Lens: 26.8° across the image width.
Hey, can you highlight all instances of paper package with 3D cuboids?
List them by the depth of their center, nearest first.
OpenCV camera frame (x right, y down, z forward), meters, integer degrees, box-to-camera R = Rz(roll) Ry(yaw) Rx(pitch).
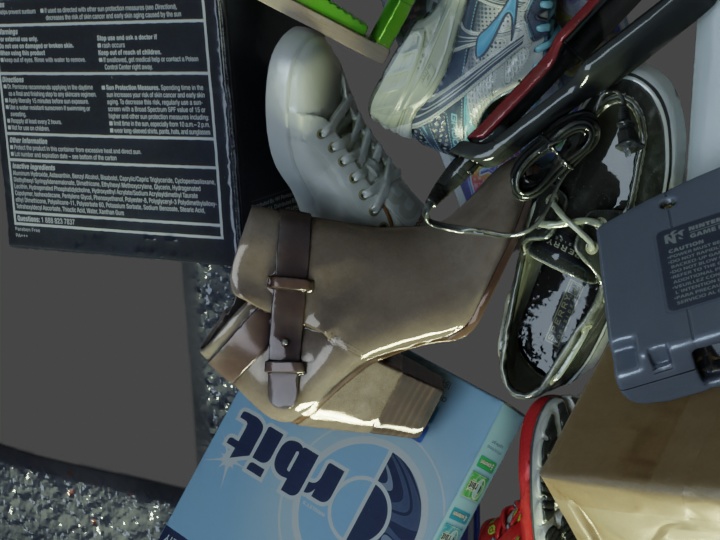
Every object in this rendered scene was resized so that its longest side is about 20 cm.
[{"bbox_3d":[0.214,0.072,0.750,0.189,0.201,0.104,0,131,36],"label":"paper package"}]

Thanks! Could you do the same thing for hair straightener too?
[{"bbox_3d":[0.114,-0.086,0.806,0.200,0.041,0.077,-42,63,7],"label":"hair straightener"}]

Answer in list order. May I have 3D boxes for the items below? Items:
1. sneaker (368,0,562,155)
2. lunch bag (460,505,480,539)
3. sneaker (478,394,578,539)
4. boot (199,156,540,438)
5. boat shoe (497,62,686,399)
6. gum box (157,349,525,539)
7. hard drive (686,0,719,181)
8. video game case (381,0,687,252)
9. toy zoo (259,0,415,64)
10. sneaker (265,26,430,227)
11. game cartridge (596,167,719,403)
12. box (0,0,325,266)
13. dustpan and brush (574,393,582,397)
[{"bbox_3d":[0.085,-0.150,0.851,0.086,0.078,0.201,31,123,2],"label":"sneaker"},{"bbox_3d":[0.009,0.209,1.014,0.159,0.075,0.203,7,106,29],"label":"lunch bag"},{"bbox_3d":[0.107,0.163,0.923,0.084,0.077,0.202,19,126,40],"label":"sneaker"},{"bbox_3d":[0.000,0.000,0.878,0.145,0.070,0.202,25,92,-4],"label":"boot"},{"bbox_3d":[0.128,-0.017,0.854,0.070,0.063,0.202,24,115,25],"label":"boat shoe"},{"bbox_3d":[-0.019,0.137,0.938,0.169,0.044,0.202,27,86,30],"label":"gum box"},{"bbox_3d":[0.241,-0.106,0.799,0.131,0.026,0.203,10,110,31],"label":"hard drive"},{"bbox_3d":[0.096,-0.120,0.895,0.142,0.018,0.202,-20,92,35],"label":"video game case"},{"bbox_3d":[0.005,-0.234,0.850,0.130,0.020,0.201,24,105,-24],"label":"toy zoo"},{"bbox_3d":[0.002,-0.060,0.922,0.084,0.073,0.201,9,136,27],"label":"sneaker"},{"bbox_3d":[0.215,-0.012,0.735,0.198,0.134,0.042,-18,119,17],"label":"game cartridge"},{"bbox_3d":[-0.128,-0.118,0.978,0.198,0.123,0.201,5,107,31],"label":"box"},{"bbox_3d":[0.209,0.114,0.874,0.198,0.057,0.141,20,102,21],"label":"dustpan and brush"}]
